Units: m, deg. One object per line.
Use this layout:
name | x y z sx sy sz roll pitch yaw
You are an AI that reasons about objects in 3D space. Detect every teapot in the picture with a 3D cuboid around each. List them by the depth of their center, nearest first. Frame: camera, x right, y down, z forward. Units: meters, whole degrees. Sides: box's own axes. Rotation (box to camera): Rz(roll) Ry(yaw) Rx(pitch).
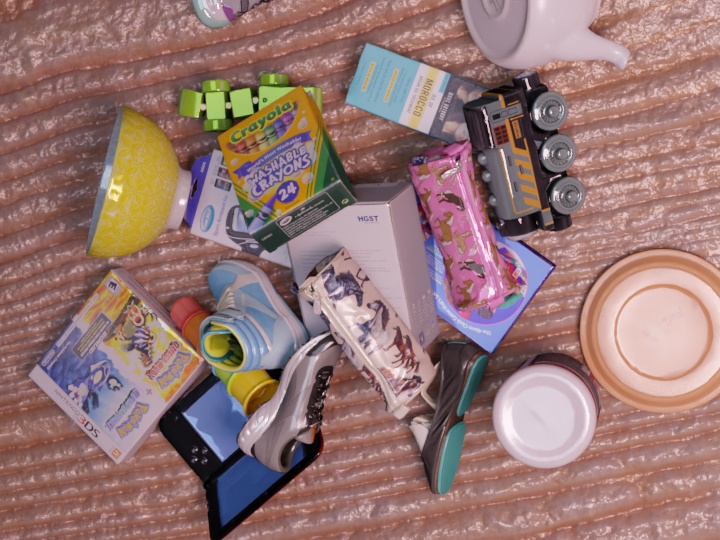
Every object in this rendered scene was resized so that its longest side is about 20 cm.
teapot | 0.215 -0.340 1.351 0.146 0.197 0.201 -15 112 -21

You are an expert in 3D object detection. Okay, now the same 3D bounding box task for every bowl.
bowl | -0.281 -0.103 1.484 0.107 0.200 0.201 14 97 -16

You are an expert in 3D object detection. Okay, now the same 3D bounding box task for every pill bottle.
pill bottle | 0.223 0.157 1.341 0.115 0.200 0.116 1 92 15

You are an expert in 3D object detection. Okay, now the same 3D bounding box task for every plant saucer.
plant saucer | 0.366 0.074 1.388 0.199 0.032 0.201 1 93 14

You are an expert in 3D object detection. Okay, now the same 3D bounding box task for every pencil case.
pencil case | 0.007 0.074 1.336 0.200 0.089 0.078 53 135 -2
pencil case | 0.122 -0.051 1.360 0.082 0.087 0.201 -15 98 23

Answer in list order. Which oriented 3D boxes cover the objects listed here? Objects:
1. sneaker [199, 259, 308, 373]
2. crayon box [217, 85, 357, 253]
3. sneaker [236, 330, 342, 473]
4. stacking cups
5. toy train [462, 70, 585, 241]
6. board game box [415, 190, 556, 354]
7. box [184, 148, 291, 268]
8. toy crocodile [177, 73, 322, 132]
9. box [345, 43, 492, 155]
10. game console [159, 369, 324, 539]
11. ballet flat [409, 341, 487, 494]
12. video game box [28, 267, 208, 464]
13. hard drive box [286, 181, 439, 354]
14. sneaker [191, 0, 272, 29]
sneaker | -0.166 0.054 1.444 0.200 0.130 0.080 42 124 37
crayon box | -0.095 -0.135 1.382 0.125 0.052 0.200 -30 52 10
sneaker | -0.067 0.158 1.398 0.079 0.074 0.201 38 102 24
stacking cups | -0.181 0.109 1.488 0.200 0.060 0.061 41 103 36
toy train | 0.194 -0.133 1.368 0.114 0.085 0.201 -19 107 -11
board game box | 0.125 -0.009 1.439 0.200 0.045 0.135 37 101 10
box | -0.135 -0.082 1.506 0.199 0.041 0.120 19 97 15
toy crocodile | -0.145 -0.218 1.496 0.199 0.062 0.068 -3 93 10
box | 0.088 -0.211 1.436 0.199 0.049 0.083 22 98 13
game console | -0.159 0.214 1.483 0.200 0.119 0.172 -41 88 12
ballet flat | 0.105 0.180 1.443 0.068 0.068 0.201 21 103 28
video game box | -0.328 0.130 1.562 0.182 0.047 0.200 41 102 7
hard drive box | 0.000 0.000 1.408 0.155 0.077 0.201 1 113 29
sneaker | -0.171 -0.429 1.485 0.139 0.078 0.201 -20 97 13
